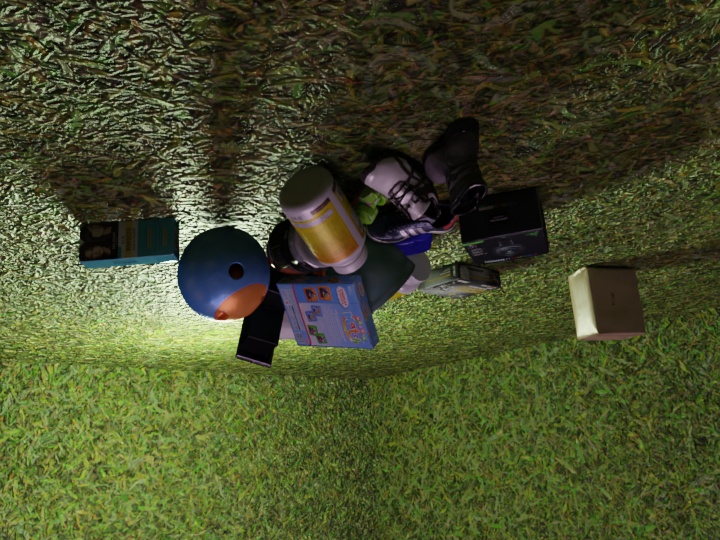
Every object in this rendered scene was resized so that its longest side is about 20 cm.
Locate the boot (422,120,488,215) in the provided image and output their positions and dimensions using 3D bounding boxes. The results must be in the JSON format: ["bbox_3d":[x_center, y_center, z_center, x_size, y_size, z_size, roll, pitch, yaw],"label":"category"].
[{"bbox_3d":[0.155,-0.153,1.250,0.068,0.135,0.200,-2,165,-8],"label":"boot"}]

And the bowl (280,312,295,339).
[{"bbox_3d":[-0.171,0.074,1.905,0.195,0.203,0.075,0,139,-17],"label":"bowl"}]

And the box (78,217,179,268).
[{"bbox_3d":[-0.475,-0.057,1.523,0.195,0.084,0.049,-5,164,0],"label":"box"}]

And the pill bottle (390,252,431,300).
[{"bbox_3d":[0.085,0.012,1.863,0.110,0.114,0.199,7,162,-35],"label":"pill bottle"}]

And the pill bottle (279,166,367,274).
[{"bbox_3d":[-0.060,-0.085,1.352,0.107,0.111,0.201,-11,137,24],"label":"pill bottle"}]

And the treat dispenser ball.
[{"bbox_3d":[-0.291,0.008,1.578,0.196,0.206,0.201,-4,165,-1],"label":"treat dispenser ball"}]

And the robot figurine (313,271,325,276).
[{"bbox_3d":[-0.030,-0.007,1.761,0.143,0.119,0.198,-35,148,32],"label":"robot figurine"}]

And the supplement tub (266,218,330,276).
[{"bbox_3d":[-0.118,-0.054,1.521,0.120,0.126,0.199,4,173,-26],"label":"supplement tub"}]

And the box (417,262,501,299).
[{"bbox_3d":[0.281,0.032,2.106,0.198,0.049,0.157,11,158,-43],"label":"box"}]

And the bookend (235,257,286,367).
[{"bbox_3d":[-0.203,0.088,1.705,0.090,0.202,0.200,18,147,-17],"label":"bookend"}]

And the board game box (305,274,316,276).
[{"bbox_3d":[-0.078,0.065,1.740,0.134,0.035,0.201,34,-161,-10],"label":"board game box"}]

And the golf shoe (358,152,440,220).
[{"bbox_3d":[0.081,-0.143,1.311,0.198,0.096,0.078,10,136,-48],"label":"golf shoe"}]

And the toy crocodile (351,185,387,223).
[{"bbox_3d":[0.004,-0.121,1.442,0.061,0.068,0.200,35,157,-2],"label":"toy crocodile"}]

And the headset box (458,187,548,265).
[{"bbox_3d":[0.308,-0.092,1.583,0.170,0.095,0.200,-9,163,15],"label":"headset box"}]

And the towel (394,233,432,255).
[{"bbox_3d":[0.093,-0.073,1.679,0.144,0.051,0.200,-4,164,4],"label":"towel"}]

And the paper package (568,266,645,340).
[{"bbox_3d":[0.726,0.098,2.179,0.186,0.205,0.103,1,165,-21],"label":"paper package"}]

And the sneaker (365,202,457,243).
[{"bbox_3d":[0.108,-0.108,1.520,0.196,0.077,0.085,-12,168,-12],"label":"sneaker"}]

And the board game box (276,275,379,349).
[{"bbox_3d":[-0.068,0.086,1.524,0.197,0.154,0.037,0,-153,35],"label":"board game box"}]

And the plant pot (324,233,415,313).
[{"bbox_3d":[0.000,0.000,1.577,0.199,0.135,0.201,-39,-170,8],"label":"plant pot"}]
